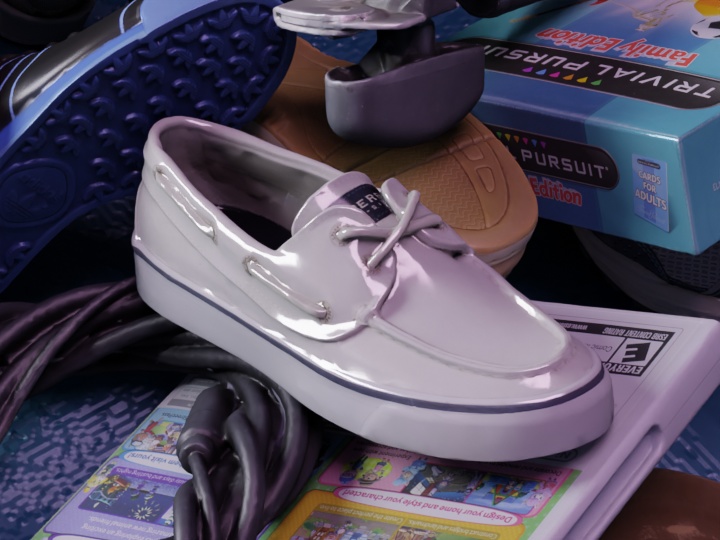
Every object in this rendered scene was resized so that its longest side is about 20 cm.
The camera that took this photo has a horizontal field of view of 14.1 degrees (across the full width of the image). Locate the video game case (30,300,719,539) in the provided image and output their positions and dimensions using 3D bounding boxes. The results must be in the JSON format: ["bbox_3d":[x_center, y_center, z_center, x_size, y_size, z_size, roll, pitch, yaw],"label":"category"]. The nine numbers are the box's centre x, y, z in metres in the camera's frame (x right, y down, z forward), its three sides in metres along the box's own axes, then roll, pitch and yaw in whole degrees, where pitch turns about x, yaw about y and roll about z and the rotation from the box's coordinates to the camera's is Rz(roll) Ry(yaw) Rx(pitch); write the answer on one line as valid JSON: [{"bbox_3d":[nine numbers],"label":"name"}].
[{"bbox_3d":[-0.003,0.071,0.953,0.199,0.022,0.182,6,41,41],"label":"video game case"}]

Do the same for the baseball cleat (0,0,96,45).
[{"bbox_3d":[-0.106,-0.127,1.099,0.069,0.107,0.200,-22,33,-20],"label":"baseball cleat"}]

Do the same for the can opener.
[{"bbox_3d":[0.037,-0.092,1.044,0.053,0.067,0.200,6,16,30],"label":"can opener"}]

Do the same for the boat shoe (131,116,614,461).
[{"bbox_3d":[0.000,0.000,0.943,0.072,0.066,0.200,-24,35,-34],"label":"boat shoe"}]

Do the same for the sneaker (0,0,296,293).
[{"bbox_3d":[-0.115,-0.053,1.026,0.200,0.070,0.078,-35,47,10],"label":"sneaker"}]

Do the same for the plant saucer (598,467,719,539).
[{"bbox_3d":[0.118,0.135,0.926,0.199,0.030,0.201,22,36,-17],"label":"plant saucer"}]

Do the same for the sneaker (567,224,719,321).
[{"bbox_3d":[0.172,-0.019,1.068,0.199,0.087,0.078,19,51,13],"label":"sneaker"}]

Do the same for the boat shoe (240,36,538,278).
[{"bbox_3d":[-0.016,-0.035,1.055,0.074,0.069,0.200,-25,43,-36],"label":"boat shoe"}]

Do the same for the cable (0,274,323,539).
[{"bbox_3d":[-0.093,0.063,0.954,0.163,0.051,0.200,2,38,36],"label":"cable"}]

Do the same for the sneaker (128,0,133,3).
[{"bbox_3d":[-0.016,-0.156,1.167,0.076,0.076,0.200,33,56,20],"label":"sneaker"}]

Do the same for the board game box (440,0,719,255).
[{"bbox_3d":[0.129,-0.080,1.084,0.200,0.047,0.151,-31,30,-35],"label":"board game box"}]
